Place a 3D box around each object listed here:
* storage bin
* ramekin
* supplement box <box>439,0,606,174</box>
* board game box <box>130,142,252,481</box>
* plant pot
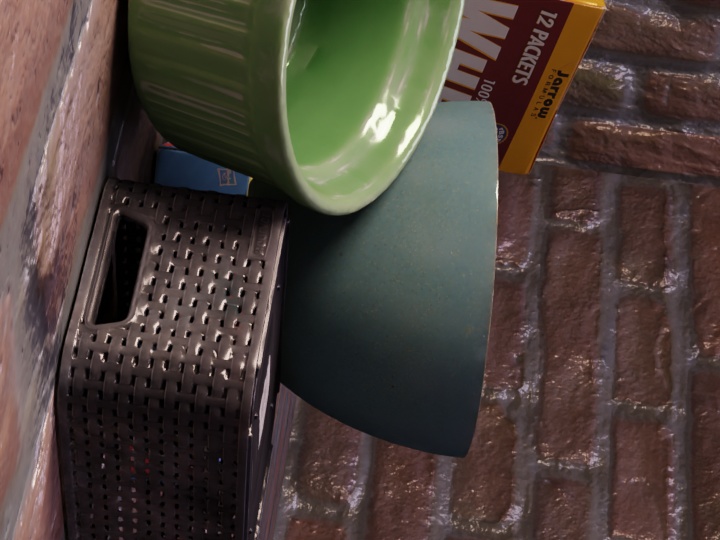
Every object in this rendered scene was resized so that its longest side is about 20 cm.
[{"bbox_3d":[-0.091,0.065,1.019,0.201,0.093,0.136,97,1,-51],"label":"storage bin"},{"bbox_3d":[-0.031,-0.136,1.004,0.200,0.097,0.202,-45,143,-48],"label":"ramekin"},{"bbox_3d":[0.024,-0.188,1.252,0.201,0.195,0.133,-98,-156,-46],"label":"supplement box"},{"bbox_3d":[-0.099,0.015,1.263,0.196,0.055,0.202,-78,175,-81],"label":"board game box"},{"bbox_3d":[0.000,0.000,1.141,0.200,0.133,0.202,-176,-90,-87],"label":"plant pot"}]
